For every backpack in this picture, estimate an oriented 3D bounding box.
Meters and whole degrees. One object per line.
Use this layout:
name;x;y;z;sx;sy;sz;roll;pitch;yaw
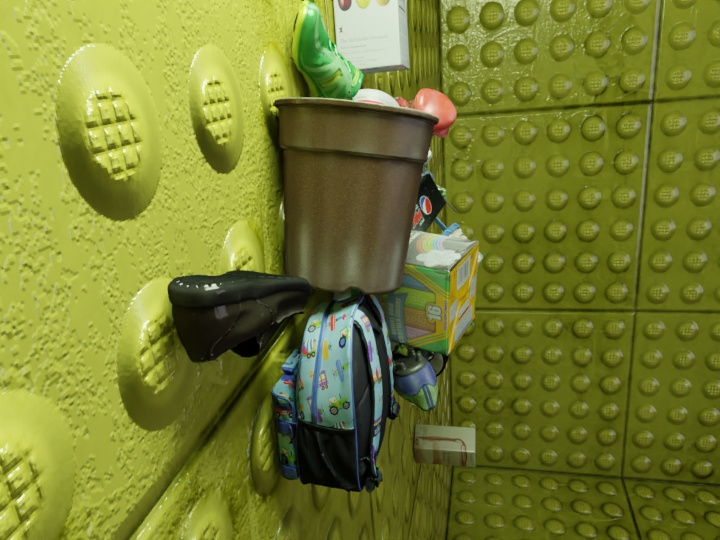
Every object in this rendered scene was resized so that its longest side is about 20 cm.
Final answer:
backpack;-0.028;0.131;0.688;0.183;0.129;0.208;-56;144;-66

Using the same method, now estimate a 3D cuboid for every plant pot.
plant pot;-0.014;-0.087;0.680;0.200;0.193;0.206;-32;129;-74

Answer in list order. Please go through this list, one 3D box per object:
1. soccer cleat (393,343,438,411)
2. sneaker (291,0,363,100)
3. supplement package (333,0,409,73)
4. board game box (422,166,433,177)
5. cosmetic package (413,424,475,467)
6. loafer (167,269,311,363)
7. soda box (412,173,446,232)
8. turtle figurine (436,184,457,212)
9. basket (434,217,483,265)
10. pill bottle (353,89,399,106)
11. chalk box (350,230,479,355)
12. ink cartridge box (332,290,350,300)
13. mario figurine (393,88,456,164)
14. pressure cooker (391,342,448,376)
soccer cleat;0.062;0.157;0.830;0.200;0.063;0.086;168;-101;-79
sneaker;-0.038;-0.272;0.762;0.202;0.080;0.077;66;28;-58
supplement package;0.017;-0.439;0.940;0.110;0.109;0.208;-49;136;-71
board game box;0.107;-0.216;1.184;0.201;0.059;0.207;-116;-150;-61
cosmetic package;0.272;0.563;1.825;0.089;0.192;0.105;-78;161;-44
loafer;-0.107;0.040;0.517;0.199;0.070;0.074;-2;98;-69
soda box;0.081;-0.089;1.023;0.072;0.062;0.201;54;47;-17
turtle figurine;0.156;-0.148;1.450;0.194;0.139;0.206;-50;127;-58
basket;0.157;-0.033;1.271;0.175;0.200;0.140;-36;164;-27
pill bottle;0.007;-0.168;0.891;0.113;0.108;0.207;63;30;-62
chalk box;0.059;0.020;0.823;0.124;0.194;0.128;-35;129;-51
ink cartridge box;-0.003;0.139;0.938;0.204;0.065;0.119;76;19;-45
mario figurine;0.083;-0.246;1.004;0.105;0.195;0.128;-30;108;-52
pressure cooker;0.102;0.129;1.157;0.179;0.171;0.205;79;16;-47
